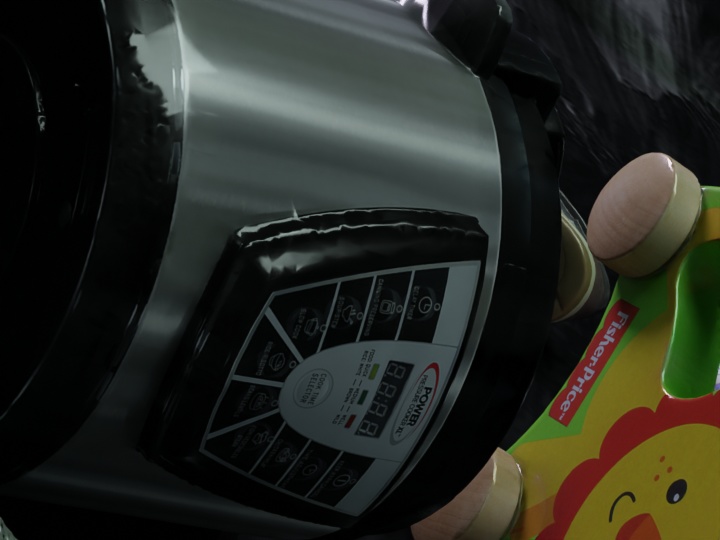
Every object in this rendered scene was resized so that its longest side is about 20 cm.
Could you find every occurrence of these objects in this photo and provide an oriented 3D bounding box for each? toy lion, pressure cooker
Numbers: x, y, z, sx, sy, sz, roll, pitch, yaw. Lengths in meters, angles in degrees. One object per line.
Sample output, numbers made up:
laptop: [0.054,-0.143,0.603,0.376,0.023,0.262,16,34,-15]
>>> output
toy lion: [0.112,0.072,0.968,0.069,0.200,0.192,32,-1,-29]
pressure cooker: [-0.035,-0.009,0.838,0.200,0.176,0.179,14,68,-37]

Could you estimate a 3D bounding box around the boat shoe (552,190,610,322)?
boat shoe: [0.047,-0.045,1.359,0.201,0.072,0.066,48,9,26]

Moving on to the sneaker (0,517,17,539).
sneaker: [-0.157,0.028,0.741,0.200,0.078,0.091,53,5,30]

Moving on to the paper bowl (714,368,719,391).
paper bowl: [0.175,0.107,1.153,0.201,0.104,0.201,35,16,-12]
